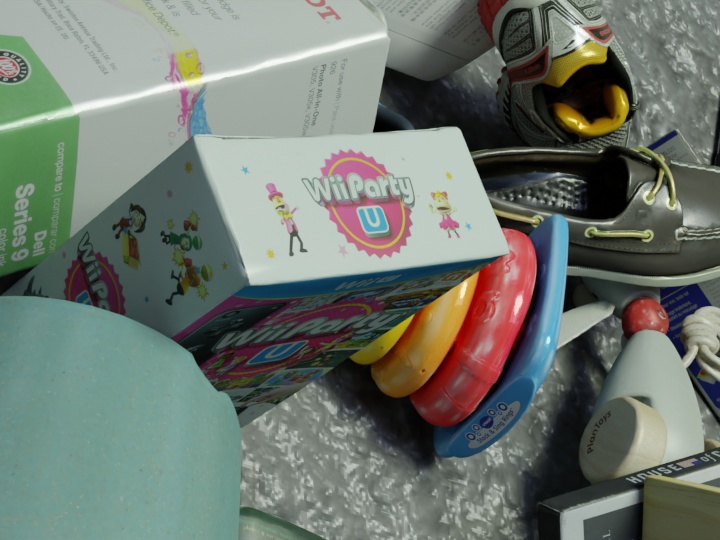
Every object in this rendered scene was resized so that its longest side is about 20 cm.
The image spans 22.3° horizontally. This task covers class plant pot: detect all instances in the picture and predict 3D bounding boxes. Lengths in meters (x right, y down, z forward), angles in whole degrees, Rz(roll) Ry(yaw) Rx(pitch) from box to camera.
[{"bbox_3d":[-0.126,0.129,0.655,0.199,0.200,0.197,31,43,-26],"label":"plant pot"}]

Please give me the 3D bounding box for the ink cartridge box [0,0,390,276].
[{"bbox_3d":[-0.108,-0.091,0.796,0.199,0.088,0.145,-19,49,-29],"label":"ink cartridge box"}]

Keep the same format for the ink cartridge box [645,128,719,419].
[{"bbox_3d":[0.219,0.012,1.107,0.201,0.094,0.037,53,42,-4],"label":"ink cartridge box"}]

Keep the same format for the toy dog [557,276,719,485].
[{"bbox_3d":[0.144,0.076,1.025,0.132,0.096,0.200,42,30,-12],"label":"toy dog"}]

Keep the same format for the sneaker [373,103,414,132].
[{"bbox_3d":[-0.058,-0.107,0.935,0.199,0.078,0.066,33,49,-22],"label":"sneaker"}]

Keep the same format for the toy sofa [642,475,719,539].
[{"bbox_3d":[0.235,0.150,0.913,0.198,0.083,0.099,0,94,-33],"label":"toy sofa"}]

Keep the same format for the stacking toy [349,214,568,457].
[{"bbox_3d":[0.000,0.000,0.921,0.199,0.116,0.110,27,47,-14],"label":"stacking toy"}]

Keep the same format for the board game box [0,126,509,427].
[{"bbox_3d":[-0.060,0.013,0.770,0.147,0.200,0.065,-7,69,-44],"label":"board game box"}]

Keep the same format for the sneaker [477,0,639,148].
[{"bbox_3d":[0.119,-0.098,1.046,0.083,0.077,0.200,64,7,26],"label":"sneaker"}]

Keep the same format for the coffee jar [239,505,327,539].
[{"bbox_3d":[-0.053,0.206,0.747,0.104,0.085,0.202,31,48,-35],"label":"coffee jar"}]

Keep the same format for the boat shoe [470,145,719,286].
[{"bbox_3d":[0.141,-0.035,1.016,0.199,0.061,0.072,-3,51,-8],"label":"boat shoe"}]

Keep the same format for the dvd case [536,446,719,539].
[{"bbox_3d":[0.178,0.169,0.945,0.199,0.025,0.152,-12,104,-31],"label":"dvd case"}]

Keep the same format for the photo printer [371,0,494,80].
[{"bbox_3d":[0.041,-0.184,0.994,0.199,0.166,0.070,11,45,-51],"label":"photo printer"}]

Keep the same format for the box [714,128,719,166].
[{"bbox_3d":[0.345,-0.030,1.232,0.196,0.124,0.201,37,46,-24],"label":"box"}]
